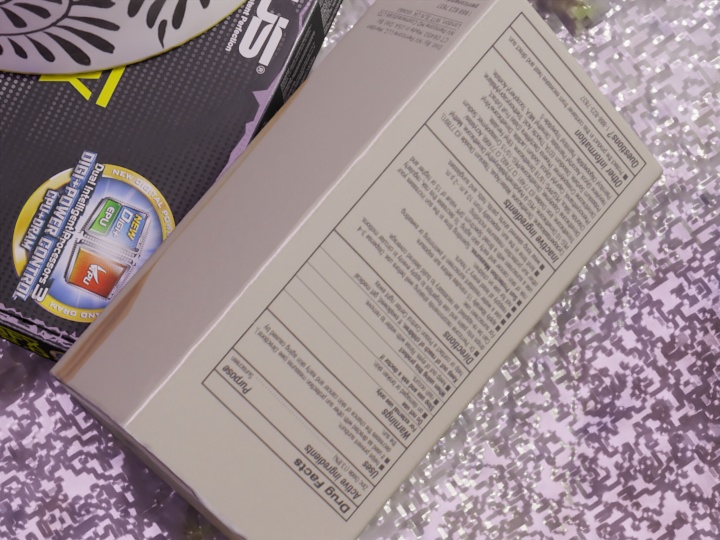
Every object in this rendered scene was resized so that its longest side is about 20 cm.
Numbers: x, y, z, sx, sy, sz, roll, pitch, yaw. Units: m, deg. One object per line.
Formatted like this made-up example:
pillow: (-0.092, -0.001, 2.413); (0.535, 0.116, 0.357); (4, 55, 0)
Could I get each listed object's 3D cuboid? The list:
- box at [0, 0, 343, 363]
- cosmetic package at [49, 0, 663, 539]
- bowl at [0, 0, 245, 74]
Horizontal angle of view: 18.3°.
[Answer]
box: (-0.110, -0.073, 0.842); (0.160, 0.044, 0.200); (23, 77, 10)
cosmetic package: (0.000, 0.000, 0.780); (0.200, 0.071, 0.105); (-48, 121, -10)
bowl: (-0.113, -0.180, 0.802); (0.200, 0.094, 0.201); (-1, 74, 2)
